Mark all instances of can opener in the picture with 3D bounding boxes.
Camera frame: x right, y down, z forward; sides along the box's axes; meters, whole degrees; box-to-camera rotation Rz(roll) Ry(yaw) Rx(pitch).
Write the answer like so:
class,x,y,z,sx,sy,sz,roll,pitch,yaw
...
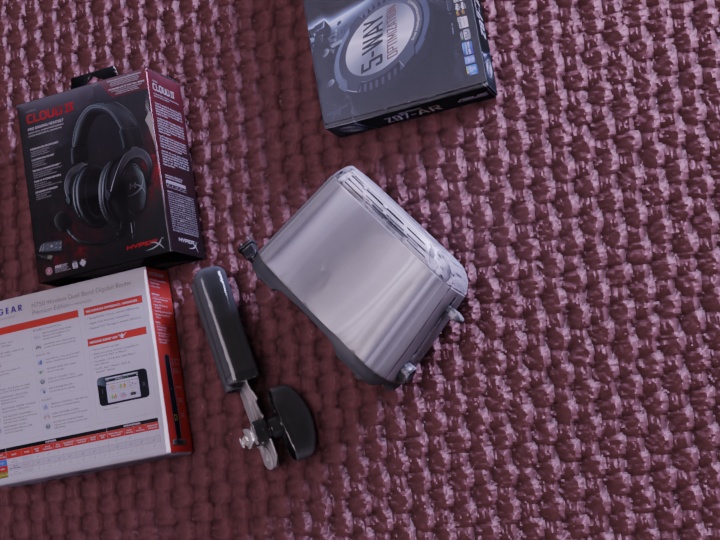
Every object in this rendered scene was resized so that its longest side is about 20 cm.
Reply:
class,x,y,z,sx,sy,sz,roll,pitch,yaw
can opener,-0.104,0.091,1.246,0.066,0.053,0.201,-20,77,-19

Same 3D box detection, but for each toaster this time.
class,x,y,z,sx,sy,sz,roll,pitch,yaw
toaster,0.000,0.000,1.182,0.200,0.114,0.129,44,95,21

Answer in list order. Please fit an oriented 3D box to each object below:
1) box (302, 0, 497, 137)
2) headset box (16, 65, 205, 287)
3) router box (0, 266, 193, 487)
class,x,y,z,sx,sy,sz,roll,pitch,yaw
box,0.030,-0.240,1.233,0.159,0.043,0.202,-12,80,17
headset box,-0.244,-0.096,1.296,0.148,0.077,0.202,-12,81,18
router box,-0.271,0.105,1.296,0.198,0.049,0.181,-12,80,18
